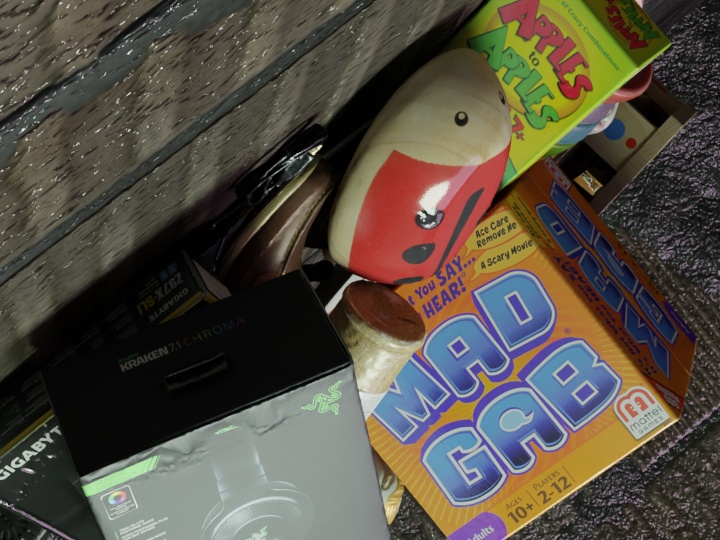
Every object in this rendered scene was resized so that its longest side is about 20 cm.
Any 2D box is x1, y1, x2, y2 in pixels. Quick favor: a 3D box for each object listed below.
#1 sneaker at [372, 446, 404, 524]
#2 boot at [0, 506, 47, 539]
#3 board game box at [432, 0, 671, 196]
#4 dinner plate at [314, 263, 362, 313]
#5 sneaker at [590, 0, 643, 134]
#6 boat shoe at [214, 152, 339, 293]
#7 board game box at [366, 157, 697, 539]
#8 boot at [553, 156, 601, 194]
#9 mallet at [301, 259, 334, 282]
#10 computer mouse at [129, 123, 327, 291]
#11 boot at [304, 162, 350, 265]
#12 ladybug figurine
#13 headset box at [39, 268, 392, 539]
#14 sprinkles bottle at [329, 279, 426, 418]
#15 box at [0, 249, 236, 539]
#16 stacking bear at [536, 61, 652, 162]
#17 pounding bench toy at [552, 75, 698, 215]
[{"bbox_3d":[-0.031,0.120,1.321,0.200,0.087,0.076,-116,-146,-55],"label":"sneaker"},{"bbox_3d":[-0.282,0.198,1.488,0.211,0.079,0.158,-41,177,14],"label":"boot"},{"bbox_3d":[0.109,-0.132,1.151,0.048,0.102,0.200,-36,176,-41],"label":"board game box"},{"bbox_3d":[0.000,0.000,1.383,0.200,0.024,0.200,-47,175,-5],"label":"dinner plate"},{"bbox_3d":[0.189,-0.178,1.318,0.200,0.105,0.075,-39,-162,32],"label":"sneaker"},{"bbox_3d":[-0.067,0.007,1.140,0.200,0.068,0.072,-54,-177,24],"label":"boat shoe"},{"bbox_3d":[0.115,0.061,1.293,0.200,0.200,0.200,-39,-177,21],"label":"board game box"},{"bbox_3d":[0.231,-0.164,1.722,0.077,0.155,0.200,-37,176,-36],"label":"boot"},{"bbox_3d":[-0.052,-0.002,1.378,0.066,0.041,0.200,-39,-170,-23],"label":"mallet"},{"bbox_3d":[-0.083,-0.023,1.064,0.200,0.034,0.059,-42,176,34],"label":"computer mouse"},{"bbox_3d":[-0.012,-0.041,1.412,0.186,0.064,0.200,-53,173,29],"label":"boot"},{"bbox_3d":[0.045,-0.058,1.119,0.136,0.072,0.200,-34,158,-37],"label":"ladybug figurine"},{"bbox_3d":[-0.085,0.113,1.034,0.174,0.093,0.200,-21,136,-10],"label":"headset box"},{"bbox_3d":[-0.032,0.100,1.189,0.200,0.068,0.068,-55,171,26],"label":"sprinkles bottle"},{"bbox_3d":[-0.139,0.095,1.092,0.200,0.049,0.160,-37,140,8],"label":"box"},{"bbox_3d":[0.112,-0.129,1.263,0.200,0.114,0.121,-36,180,42],"label":"stacking bear"},{"bbox_3d":[0.198,-0.147,1.485,0.124,0.156,0.200,-48,175,20],"label":"pounding bench toy"}]
